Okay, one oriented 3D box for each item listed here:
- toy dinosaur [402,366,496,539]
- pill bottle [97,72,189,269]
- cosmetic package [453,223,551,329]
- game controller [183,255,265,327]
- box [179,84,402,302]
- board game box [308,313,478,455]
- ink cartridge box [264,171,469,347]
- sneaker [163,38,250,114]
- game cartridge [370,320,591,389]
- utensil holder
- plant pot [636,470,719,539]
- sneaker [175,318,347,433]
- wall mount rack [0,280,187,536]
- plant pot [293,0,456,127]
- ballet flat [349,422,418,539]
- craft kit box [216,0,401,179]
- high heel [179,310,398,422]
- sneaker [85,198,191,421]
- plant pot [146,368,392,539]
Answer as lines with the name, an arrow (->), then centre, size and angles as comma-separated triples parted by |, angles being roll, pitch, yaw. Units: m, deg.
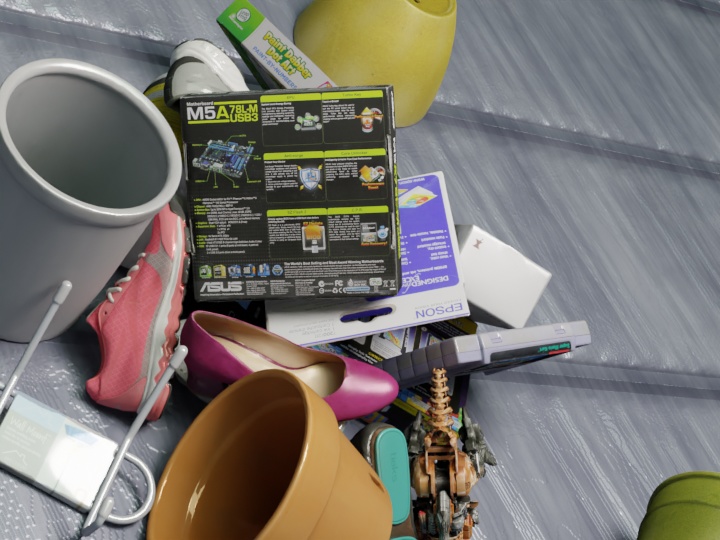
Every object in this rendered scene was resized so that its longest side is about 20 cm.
toy dinosaur -> 0.083, 0.194, 1.440 | 0.101, 0.202, 0.136 | 18, 17, -2
pill bottle -> -0.192, -0.099, 1.513 | 0.114, 0.114, 0.201 | 31, 40, -12
cosmetic package -> 0.114, 0.005, 1.612 | 0.101, 0.200, 0.072 | 31, 85, -12
game controller -> -0.126, -0.009, 1.544 | 0.104, 0.042, 0.201 | 34, 41, -9
box -> -0.063, -0.071, 1.413 | 0.197, 0.196, 0.048 | -2, 8, 8
board game box -> 0.020, 0.078, 1.573 | 0.199, 0.057, 0.166 | 31, 39, -15
ink cartridge box -> 0.000, 0.000, 1.488 | 0.195, 0.044, 0.201 | -10, 46, 3
sneaker -> -0.114, -0.135, 1.489 | 0.199, 0.074, 0.080 | 36, 50, -22
game cartridge -> 0.122, 0.084, 1.508 | 0.198, 0.129, 0.039 | -5, 83, -43
utensil holder -> -0.274, -0.055, 1.339 | 0.168, 0.200, 0.171 | 22, 42, -22
plant pot -> 0.335, 0.339, 1.512 | 0.200, 0.201, 0.193 | 43, 52, 2
sneaker -> -0.103, 0.121, 1.437 | 0.199, 0.082, 0.074 | 31, 62, 17
wall mount rack -> -0.241, 0.119, 1.288 | 0.199, 0.075, 0.175 | 31, 57, -14
plant pot -> 0.038, -0.297, 1.857 | 0.198, 0.142, 0.202 | 22, 44, -22
ballet flat -> 0.020, 0.242, 1.403 | 0.067, 0.068, 0.203 | 5, 77, -40
craft kit box -> -0.052, -0.179, 1.636 | 0.197, 0.049, 0.200 | 43, -4, 23
high heel -> -0.062, 0.082, 1.353 | 0.197, 0.097, 0.068 | 2, 50, -3
sneaker -> -0.202, 0.030, 1.372 | 0.086, 0.074, 0.203 | 9, 81, -8
plant pot -> -0.066, 0.204, 1.300 | 0.140, 0.199, 0.202 | 37, 37, -31
